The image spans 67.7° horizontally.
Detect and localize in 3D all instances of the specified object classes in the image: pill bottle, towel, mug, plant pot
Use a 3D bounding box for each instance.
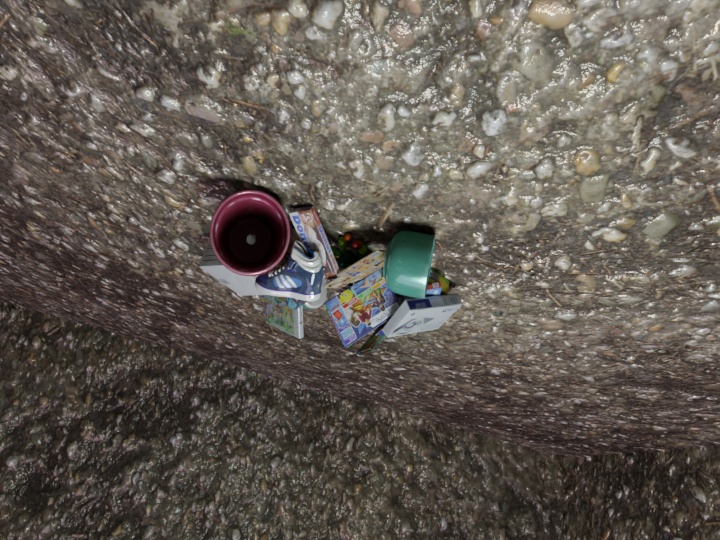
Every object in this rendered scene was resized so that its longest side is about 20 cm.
[{"bbox_3d":[-0.206,0.079,1.757,0.111,0.117,0.197,28,153,-32],"label":"pill bottle"},{"bbox_3d":[0.075,0.181,1.664,0.022,0.201,0.147,43,158,-2],"label":"towel"},{"bbox_3d":[0.118,-0.011,1.329,0.110,0.157,0.186,10,156,9],"label":"mug"},{"bbox_3d":[-0.280,-0.085,1.363,0.193,0.208,0.179,18,172,-11],"label":"plant pot"}]

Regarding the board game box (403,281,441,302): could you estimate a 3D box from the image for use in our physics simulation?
[{"bbox_3d":[0.173,0.094,1.533,0.099,0.020,0.202,-9,151,-3],"label":"board game box"}]

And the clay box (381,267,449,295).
[{"bbox_3d":[0.165,0.030,1.524,0.197,0.049,0.113,30,149,-34],"label":"clay box"}]

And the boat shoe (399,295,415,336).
[{"bbox_3d":[0.173,0.130,1.732,0.073,0.063,0.205,39,157,34],"label":"boat shoe"}]

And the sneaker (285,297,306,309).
[{"bbox_3d":[-0.180,0.053,1.546,0.079,0.095,0.201,42,132,4],"label":"sneaker"}]

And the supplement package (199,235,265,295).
[{"bbox_3d":[-0.358,-0.018,1.631,0.151,0.115,0.200,-2,152,30],"label":"supplement package"}]

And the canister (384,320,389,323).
[{"bbox_3d":[0.022,0.128,1.634,0.143,0.090,0.200,-1,171,-16],"label":"canister"}]

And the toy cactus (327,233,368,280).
[{"bbox_3d":[-0.019,-0.026,1.470,0.161,0.106,0.198,16,150,-32],"label":"toy cactus"}]

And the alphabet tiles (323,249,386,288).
[{"bbox_3d":[0.000,0.000,1.413,0.196,0.008,0.166,-31,166,22],"label":"alphabet tiles"}]

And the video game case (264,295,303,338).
[{"bbox_3d":[-0.248,0.100,1.709,0.022,0.190,0.196,-12,-161,-40],"label":"video game case"}]

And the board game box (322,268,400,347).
[{"bbox_3d":[0.008,0.103,1.509,0.139,0.196,0.034,61,162,-2],"label":"board game box"}]

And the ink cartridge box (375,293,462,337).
[{"bbox_3d":[0.165,0.142,1.529,0.193,0.042,0.201,-5,148,-31],"label":"ink cartridge box"}]

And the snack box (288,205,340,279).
[{"bbox_3d":[-0.116,-0.068,1.381,0.070,0.024,0.205,-3,122,30],"label":"snack box"}]

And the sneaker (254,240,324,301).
[{"bbox_3d":[-0.185,-0.012,1.388,0.193,0.152,0.081,11,-158,18],"label":"sneaker"}]

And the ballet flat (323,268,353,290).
[{"bbox_3d":[-0.042,0.029,1.625,0.194,0.069,0.065,20,126,-20],"label":"ballet flat"}]

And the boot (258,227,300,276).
[{"bbox_3d":[-0.214,-0.025,1.480,0.073,0.153,0.201,49,164,14],"label":"boot"}]
